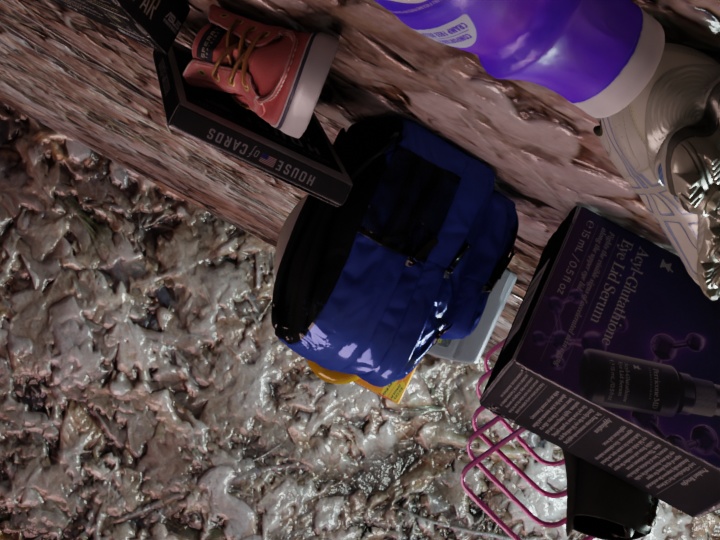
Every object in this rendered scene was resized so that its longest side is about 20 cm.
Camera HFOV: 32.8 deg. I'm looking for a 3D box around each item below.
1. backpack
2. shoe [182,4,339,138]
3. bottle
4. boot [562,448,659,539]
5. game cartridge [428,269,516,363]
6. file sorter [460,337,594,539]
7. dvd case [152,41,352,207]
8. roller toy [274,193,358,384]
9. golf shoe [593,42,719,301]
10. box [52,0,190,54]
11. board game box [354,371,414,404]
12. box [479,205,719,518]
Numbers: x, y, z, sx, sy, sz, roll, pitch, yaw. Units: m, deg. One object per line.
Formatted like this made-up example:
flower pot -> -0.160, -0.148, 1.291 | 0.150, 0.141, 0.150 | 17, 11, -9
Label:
backpack -> 0.026, -0.004, 1.011 | 0.166, 0.202, 0.162 | 28, 174, -12
shoe -> -0.076, -0.144, 0.866 | 0.090, 0.072, 0.200 | 23, -179, -12
bottle -> 0.031, -0.128, 0.469 | 0.199, 0.066, 0.083 | 30, 174, -24
boot -> 0.252, 0.165, 1.001 | 0.197, 0.140, 0.078 | 7, 147, -3
game cartridge -> 0.078, 0.022, 1.399 | 0.199, 0.134, 0.041 | 29, 176, -25
file sorter -> 0.182, 0.149, 1.156 | 0.139, 0.125, 0.201 | 46, -152, -13
dvd case -> -0.092, -0.124, 0.985 | 0.149, 0.025, 0.200 | 24, -163, -22
roller toy -> 0.000, 0.000, 1.273 | 0.183, 0.199, 0.140 | 55, 177, 7
golf shoe -> 0.161, -0.056, 0.597 | 0.097, 0.078, 0.200 | 44, 179, 31
box -> -0.242, -0.244, 0.910 | 0.198, 0.044, 0.160 | 26, 175, 16
board game box -> 0.020, 0.126, 2.431 | 0.198, 0.202, 0.200 | 27, 175, -4
box -> 0.214, 0.072, 0.941 | 0.198, 0.149, 0.105 | 26, 154, 2
